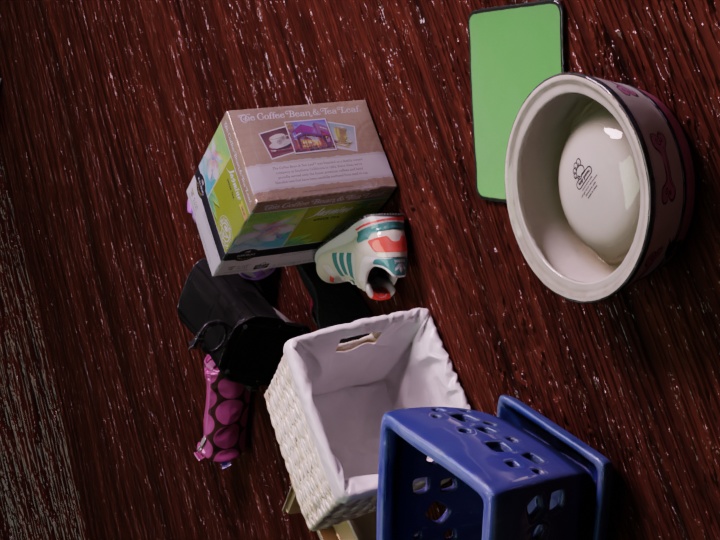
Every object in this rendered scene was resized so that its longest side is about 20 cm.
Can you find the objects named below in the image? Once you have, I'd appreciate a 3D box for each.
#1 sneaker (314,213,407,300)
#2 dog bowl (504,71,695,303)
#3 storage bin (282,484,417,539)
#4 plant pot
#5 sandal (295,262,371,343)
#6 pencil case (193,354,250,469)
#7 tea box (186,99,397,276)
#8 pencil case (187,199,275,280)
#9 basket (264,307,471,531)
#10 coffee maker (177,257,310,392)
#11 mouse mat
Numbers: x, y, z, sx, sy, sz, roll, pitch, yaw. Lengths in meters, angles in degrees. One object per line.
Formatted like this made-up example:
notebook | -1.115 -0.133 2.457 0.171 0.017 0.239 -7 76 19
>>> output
sneaker | 0.001 0.000 1.430 0.199 0.069 0.095 -35 61 56
dog bowl | 0.216 -0.076 1.010 0.199 0.073 0.204 29 124 56
storage bin | -0.015 0.358 1.542 0.201 0.092 0.200 60 145 33
plant pot | 0.139 0.248 1.137 0.199 0.177 0.204 30 124 55
sandal | -0.038 0.046 1.523 0.046 0.074 0.202 101 154 -44
pencil case | -0.233 0.228 1.907 0.091 0.092 0.203 42 132 49
tea box | -0.092 -0.104 1.436 0.197 0.197 0.136 -51 54 54
pencil case | -0.198 -0.059 1.766 0.200 0.084 0.085 44 136 50
basket | 0.011 0.181 1.342 0.203 0.195 0.161 67 153 22
coffee maker | -0.195 0.067 1.697 0.135 0.192 0.200 -48 41 -1
mouse mat | 0.160 -0.169 1.154 0.160 0.007 0.204 14 111 60
